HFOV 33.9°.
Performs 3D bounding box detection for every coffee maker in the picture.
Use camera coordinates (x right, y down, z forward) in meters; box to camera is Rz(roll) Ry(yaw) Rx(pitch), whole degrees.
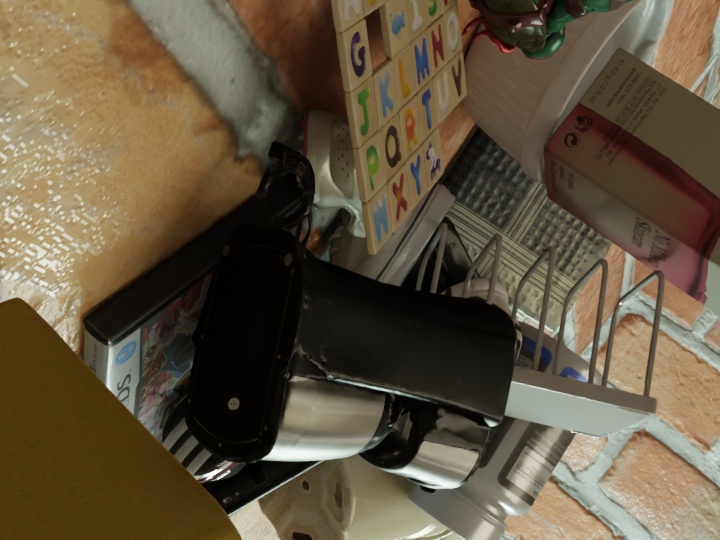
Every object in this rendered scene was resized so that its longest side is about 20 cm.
[{"bbox_3d":[0.006,0.045,0.789,0.198,0.135,0.194,14,109,-40],"label":"coffee maker"}]

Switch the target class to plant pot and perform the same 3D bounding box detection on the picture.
[{"bbox_3d":[-0.216,0.160,0.562,0.199,0.194,0.197,-13,137,-55],"label":"plant pot"},{"bbox_3d":[-0.002,0.202,1.209,0.182,0.200,0.202,-9,135,-51],"label":"plant pot"}]

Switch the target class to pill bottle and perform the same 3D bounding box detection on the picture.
[{"bbox_3d":[0.137,0.160,1.131,0.201,0.113,0.114,-56,163,-5],"label":"pill bottle"}]

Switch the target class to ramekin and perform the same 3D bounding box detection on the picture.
[{"bbox_3d":[0.174,-0.187,1.029,0.200,0.105,0.201,-47,161,-21],"label":"ramekin"}]

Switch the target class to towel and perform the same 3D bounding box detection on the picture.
[{"bbox_3d":[0.171,-0.061,1.177,0.194,0.199,0.035,-56,-158,5],"label":"towel"}]

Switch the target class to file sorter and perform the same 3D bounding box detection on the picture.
[{"bbox_3d":[0.138,0.051,0.992,0.139,0.197,0.126,112,-10,-73],"label":"file sorter"}]

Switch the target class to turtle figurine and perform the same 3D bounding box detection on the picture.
[{"bbox_3d":[0.121,-0.204,0.800,0.101,0.149,0.200,-55,150,-11],"label":"turtle figurine"}]

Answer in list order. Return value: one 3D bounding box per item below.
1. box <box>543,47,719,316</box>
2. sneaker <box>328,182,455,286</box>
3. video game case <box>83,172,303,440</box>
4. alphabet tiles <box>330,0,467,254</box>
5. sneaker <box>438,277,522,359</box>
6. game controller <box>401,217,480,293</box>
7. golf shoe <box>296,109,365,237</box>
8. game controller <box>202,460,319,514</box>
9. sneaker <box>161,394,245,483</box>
[{"bbox_3d":[0.261,-0.067,0.972,0.109,0.199,0.128,-51,162,-6],"label":"box"},{"bbox_3d":[0.000,0.000,0.984,0.201,0.070,0.073,-56,176,-18],"label":"sneaker"},{"bbox_3d":[-0.119,0.045,0.844,0.200,0.025,0.182,-40,158,-37],"label":"video game case"},{"bbox_3d":[0.032,-0.129,0.754,0.200,0.007,0.169,-49,136,-55],"label":"alphabet tiles"},{"bbox_3d":[0.058,0.066,1.077,0.197,0.080,0.074,-16,135,-13],"label":"sneaker"},{"bbox_3d":[0.077,0.039,1.153,0.103,0.042,0.201,-30,124,1],"label":"game controller"},{"bbox_3d":[0.021,-0.067,0.864,0.200,0.090,0.077,16,73,-73],"label":"golf shoe"},{"bbox_3d":[-0.065,0.146,0.982,0.198,0.042,0.104,-31,-172,7],"label":"game controller"},{"bbox_3d":[-0.075,0.090,0.912,0.199,0.076,0.116,-39,168,-23],"label":"sneaker"}]
